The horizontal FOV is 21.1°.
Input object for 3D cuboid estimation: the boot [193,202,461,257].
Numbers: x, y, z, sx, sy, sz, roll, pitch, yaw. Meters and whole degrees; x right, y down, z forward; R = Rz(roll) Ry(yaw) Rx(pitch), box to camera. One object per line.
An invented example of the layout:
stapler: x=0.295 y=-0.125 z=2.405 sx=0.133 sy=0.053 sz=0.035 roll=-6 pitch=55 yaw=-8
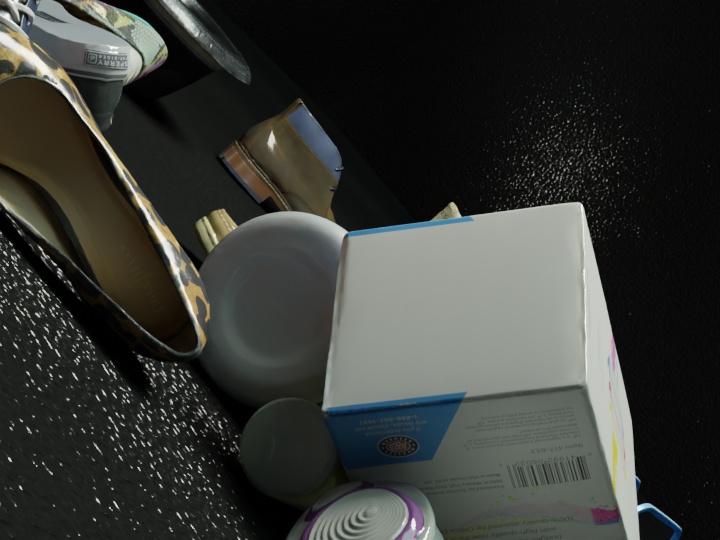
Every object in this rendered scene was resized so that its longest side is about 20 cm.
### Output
boot: x=0.000 y=0.000 z=1.312 sx=0.200 sy=0.155 sz=0.073 roll=47 pitch=5 yaw=-5

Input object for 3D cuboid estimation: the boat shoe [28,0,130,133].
boat shoe: x=-0.202 y=-0.131 z=1.169 sx=0.069 sy=0.057 sz=0.200 roll=2 pitch=17 yaw=-33

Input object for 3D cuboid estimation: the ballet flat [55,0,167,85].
ballet flat: x=-0.210 y=-0.172 z=1.431 sx=0.200 sy=0.069 sz=0.071 roll=34 pitch=32 yaw=-54

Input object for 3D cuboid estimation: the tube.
tube: x=-0.012 y=0.109 z=1.030 sx=0.200 sy=0.052 sz=0.058 roll=48 pitch=43 yaw=-70

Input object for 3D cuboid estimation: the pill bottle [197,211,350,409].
pill bottle: x=-0.017 y=0.038 z=1.135 sx=0.112 sy=0.112 sz=0.200 roll=50 pitch=6 yaw=19

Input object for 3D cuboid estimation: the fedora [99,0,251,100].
fedora: x=-0.183 y=-0.208 z=1.695 sx=0.201 sy=0.092 sz=0.201 roll=47 pitch=5 yaw=-6

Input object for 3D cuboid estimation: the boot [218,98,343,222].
boot: x=-0.037 y=-0.075 z=1.882 sx=0.200 sy=0.097 sz=0.075 roll=45 pitch=6 yaw=-27

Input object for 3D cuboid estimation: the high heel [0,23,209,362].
high heel: x=-0.140 y=-0.042 z=0.913 sx=0.143 sy=0.071 sz=0.200 roll=44 pitch=-8 yaw=46

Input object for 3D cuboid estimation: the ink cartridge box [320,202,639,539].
ink cartridge box: x=0.070 y=0.085 z=0.996 sx=0.125 sy=0.128 sz=0.200 roll=-85 pitch=163 yaw=-44

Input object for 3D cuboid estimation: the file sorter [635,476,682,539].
file sorter: x=0.162 y=0.207 z=1.310 sx=0.200 sy=0.123 sz=0.139 roll=50 pitch=5 yaw=27

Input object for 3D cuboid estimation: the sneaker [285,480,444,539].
sneaker: x=0.023 y=0.168 z=0.859 sx=0.200 sy=0.075 sz=0.100 roll=-131 pitch=-159 yaw=-56

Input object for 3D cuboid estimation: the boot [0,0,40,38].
boot: x=-0.208 y=-0.149 z=1.070 sx=0.073 sy=0.090 sz=0.200 roll=44 pitch=6 yaw=-37
